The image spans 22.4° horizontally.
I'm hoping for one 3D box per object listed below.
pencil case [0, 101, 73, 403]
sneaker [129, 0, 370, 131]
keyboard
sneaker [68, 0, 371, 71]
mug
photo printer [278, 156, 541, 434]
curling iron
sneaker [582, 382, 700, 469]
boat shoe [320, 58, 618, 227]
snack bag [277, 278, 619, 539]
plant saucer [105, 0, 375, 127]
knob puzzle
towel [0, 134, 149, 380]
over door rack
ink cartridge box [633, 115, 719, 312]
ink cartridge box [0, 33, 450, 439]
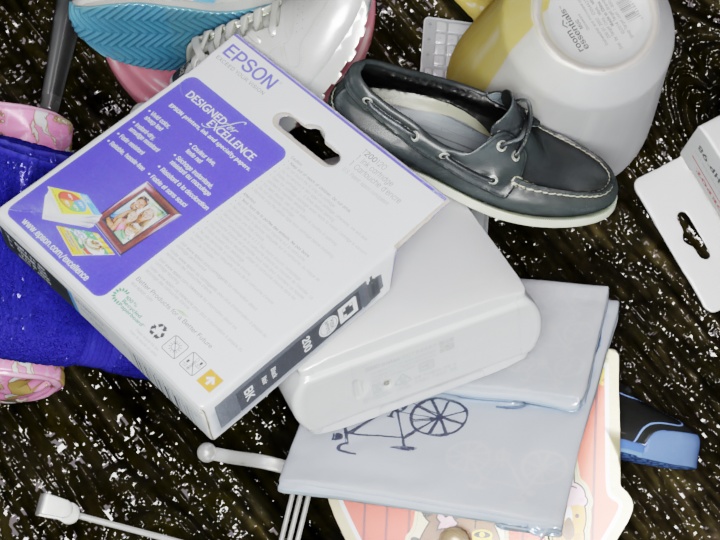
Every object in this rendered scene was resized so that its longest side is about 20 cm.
[{"bbox_3d":[-0.238,-0.014,1.217,0.086,0.083,0.200,13,70,-39],"label":"pencil case"},{"bbox_3d":[-0.070,-0.133,1.189,0.080,0.200,0.076,36,33,-17],"label":"sneaker"},{"bbox_3d":[0.065,-0.082,1.282,0.056,0.011,0.200,5,75,-1],"label":"keyboard"},{"bbox_3d":[-0.098,-0.191,1.226,0.200,0.077,0.081,-9,64,-9],"label":"sneaker"},{"bbox_3d":[0.124,-0.148,1.223,0.186,0.153,0.150,16,75,-1],"label":"mug"},{"bbox_3d":[0.000,0.000,1.165,0.166,0.069,0.200,-19,42,-12],"label":"photo printer"},{"bbox_3d":[-0.212,-0.206,1.293,0.050,0.026,0.200,13,76,-37],"label":"curling iron"},{"bbox_3d":[0.136,0.074,1.212,0.200,0.070,0.078,17,82,4],"label":"sneaker"},{"bbox_3d":[0.076,-0.088,1.158,0.199,0.066,0.075,21,47,0],"label":"boat shoe"},{"bbox_3d":[0.053,0.075,1.145,0.188,0.021,0.200,7,47,16],"label":"snack bag"},{"bbox_3d":[-0.089,-0.193,1.285,0.200,0.051,0.201,0,75,-1],"label":"plant saucer"},{"bbox_3d":[0.075,0.148,1.164,0.219,0.030,0.220,-1,82,10],"label":"knob puzzle"},{"bbox_3d":[-0.181,-0.010,1.178,0.200,0.050,0.148,11,70,-40],"label":"towel"},{"bbox_3d":[-0.108,0.109,1.170,0.200,0.067,0.148,22,73,-30],"label":"over door rack"},{"bbox_3d":[0.305,-0.067,1.258,0.200,0.067,0.116,-27,79,-9],"label":"ink cartridge box"},{"bbox_3d":[-0.082,-0.027,1.100,0.200,0.043,0.198,-40,62,-19],"label":"ink cartridge box"}]
